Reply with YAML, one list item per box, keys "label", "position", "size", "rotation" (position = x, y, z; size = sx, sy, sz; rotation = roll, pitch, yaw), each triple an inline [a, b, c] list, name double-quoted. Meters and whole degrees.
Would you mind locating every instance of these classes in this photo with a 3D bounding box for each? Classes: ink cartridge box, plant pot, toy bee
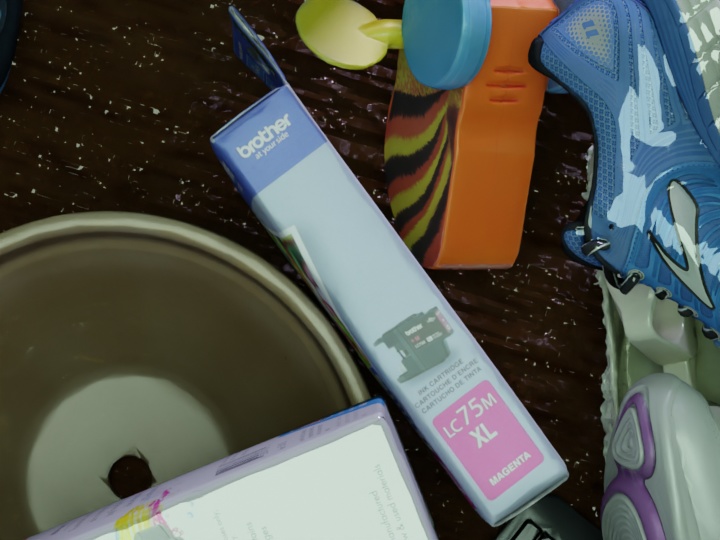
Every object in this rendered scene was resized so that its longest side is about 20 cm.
- label: "ink cartridge box"
  position: [0.000, 0.000, 0.957]
  size: [0.042, 0.119, 0.201]
  rotation: [-34, 90, -1]
- label: "ink cartridge box"
  position: [-0.072, 0.111, 0.868]
  size: [0.199, 0.115, 0.068]
  rotation: [-22, 90, 1]
- label: "plant pot"
  position: [-0.089, 0.079, 0.972]
  size: [0.199, 0.093, 0.203]
  rotation: [0, 91, 0]
- label: "toy bee"
  position: [0.049, -0.107, 0.977]
  size: [0.130, 0.109, 0.201]
  rotation: [23, 106, -35]

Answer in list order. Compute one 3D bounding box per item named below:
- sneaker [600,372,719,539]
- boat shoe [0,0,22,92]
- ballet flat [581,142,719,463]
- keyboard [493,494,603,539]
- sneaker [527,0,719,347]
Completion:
- label: "sneaker"
  position: [0.150, 0.117, 0.949]
  size: [0.099, 0.075, 0.201]
  rotation: [-26, 111, -9]
- label: "boat shoe"
  position: [-0.153, -0.158, 0.984]
  size: [0.083, 0.069, 0.202]
  rotation: [-9, 90, 0]
- label: "ballet flat"
  position: [0.114, 0.035, 0.983]
  size: [0.071, 0.072, 0.202]
  rotation: [-9, 88, 0]
- label: "keyboard"
  position: [0.114, 0.185, 0.997]
  size: [0.200, 0.040, 0.104]
  rotation: [39, 89, 1]
- label: "sneaker"
  position: [0.121, -0.010, 0.924]
  size: [0.089, 0.079, 0.201]
  rotation: [-26, 87, 12]
